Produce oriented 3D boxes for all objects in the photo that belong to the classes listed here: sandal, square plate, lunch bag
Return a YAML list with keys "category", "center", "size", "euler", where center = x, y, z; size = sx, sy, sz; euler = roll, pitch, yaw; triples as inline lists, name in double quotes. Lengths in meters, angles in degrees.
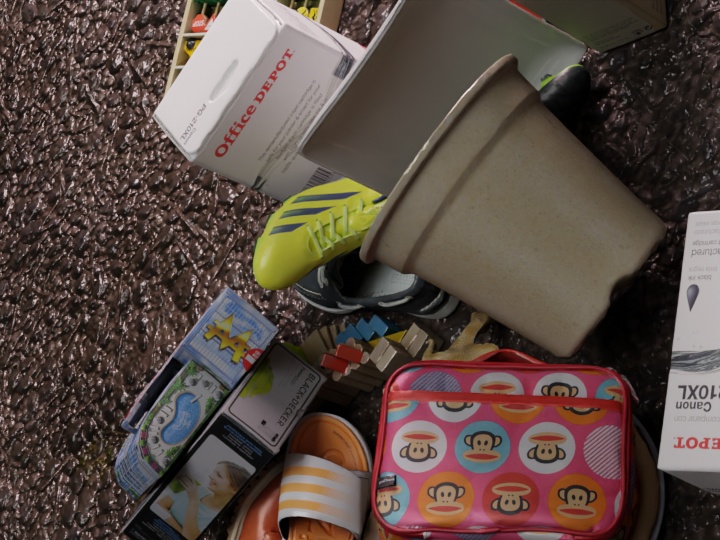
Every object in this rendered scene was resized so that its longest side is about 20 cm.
- category: "sandal"
  center: [-0.033, 0.223, 1.765]
  size: [0.079, 0.059, 0.208]
  euler: [6, 79, 1]
- category: "square plate"
  center: [0.067, -0.148, 1.745]
  size: [0.199, 0.199, 0.028]
  euler: [-55, 41, 13]
- category: "lunch bag"
  center: [0.112, 0.138, 1.596]
  size: [0.199, 0.082, 0.177]
  euler: [1, 56, 10]

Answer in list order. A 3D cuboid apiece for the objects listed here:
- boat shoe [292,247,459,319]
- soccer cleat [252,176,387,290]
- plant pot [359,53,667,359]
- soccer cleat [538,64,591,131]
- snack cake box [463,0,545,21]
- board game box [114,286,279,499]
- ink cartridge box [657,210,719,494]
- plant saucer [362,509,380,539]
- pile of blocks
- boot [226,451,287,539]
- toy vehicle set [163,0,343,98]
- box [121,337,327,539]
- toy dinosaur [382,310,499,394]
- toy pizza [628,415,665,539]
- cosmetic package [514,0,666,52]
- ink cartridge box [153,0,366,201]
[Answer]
- category: "boat shoe"
  center: [0.000, 0.000, 1.849]
  size: [0.199, 0.060, 0.076]
  euler: [1, 75, 43]
- category: "soccer cleat"
  center: [-0.009, -0.045, 1.805]
  size: [0.200, 0.065, 0.083]
  euler: [-35, 33, -30]
- category: "plant pot"
  center: [0.131, -0.035, 1.636]
  size: [0.183, 0.200, 0.201]
  euler: [37, 103, 8]
- category: "soccer cleat"
  center: [0.143, -0.079, 1.753]
  size: [0.081, 0.067, 0.200]
  euler: [42, 107, 27]
- category: "snack cake box"
  center: [0.089, -0.276, 1.830]
  size: [0.067, 0.115, 0.201]
  euler: [-31, 56, 31]
- category: "board game box"
  center: [-0.143, 0.093, 1.824]
  size: [0.200, 0.062, 0.200]
  euler: [-52, 2, -20]
- category: "ink cartridge box"
  center: [0.308, 0.061, 1.526]
  size: [0.144, 0.084, 0.201]
  euler: [-3, 73, 43]
- category: "plant saucer"
  center: [0.070, 0.234, 1.723]
  size: [0.199, 0.029, 0.201]
  euler: [-17, 63, 38]
- category: "pile of blocks"
  center: [-0.023, 0.075, 1.843]
  size: [0.199, 0.062, 0.083]
  euler: [-24, 60, 34]
- category: "boot"
  center: [-0.070, 0.256, 1.825]
  size: [0.107, 0.075, 0.201]
  euler: [31, 97, 32]
- category: "toy vehicle set"
  center: [-0.106, -0.218, 2.050]
  size: [0.199, 0.026, 0.125]
  euler: [3, 77, 43]
- category: "box"
  center: [-0.120, 0.161, 1.826]
  size: [0.200, 0.060, 0.117]
  euler: [-49, 4, 41]
- category: "toy dinosaur"
  center: [0.074, 0.101, 1.699]
  size: [0.101, 0.058, 0.201]
  euler: [-28, 36, 27]
- category: "toy pizza"
  center: [0.143, 0.184, 1.642]
  size: [0.199, 0.032, 0.201]
  euler: [-15, 59, 26]
- category: "cosmetic package"
  center: [0.164, -0.265, 1.697]
  size: [0.073, 0.200, 0.104]
  euler: [-18, 64, 36]
- category: "ink cartridge box"
  center: [-0.061, -0.144, 1.849]
  size: [0.145, 0.199, 0.084]
  euler: [-55, 47, 13]
